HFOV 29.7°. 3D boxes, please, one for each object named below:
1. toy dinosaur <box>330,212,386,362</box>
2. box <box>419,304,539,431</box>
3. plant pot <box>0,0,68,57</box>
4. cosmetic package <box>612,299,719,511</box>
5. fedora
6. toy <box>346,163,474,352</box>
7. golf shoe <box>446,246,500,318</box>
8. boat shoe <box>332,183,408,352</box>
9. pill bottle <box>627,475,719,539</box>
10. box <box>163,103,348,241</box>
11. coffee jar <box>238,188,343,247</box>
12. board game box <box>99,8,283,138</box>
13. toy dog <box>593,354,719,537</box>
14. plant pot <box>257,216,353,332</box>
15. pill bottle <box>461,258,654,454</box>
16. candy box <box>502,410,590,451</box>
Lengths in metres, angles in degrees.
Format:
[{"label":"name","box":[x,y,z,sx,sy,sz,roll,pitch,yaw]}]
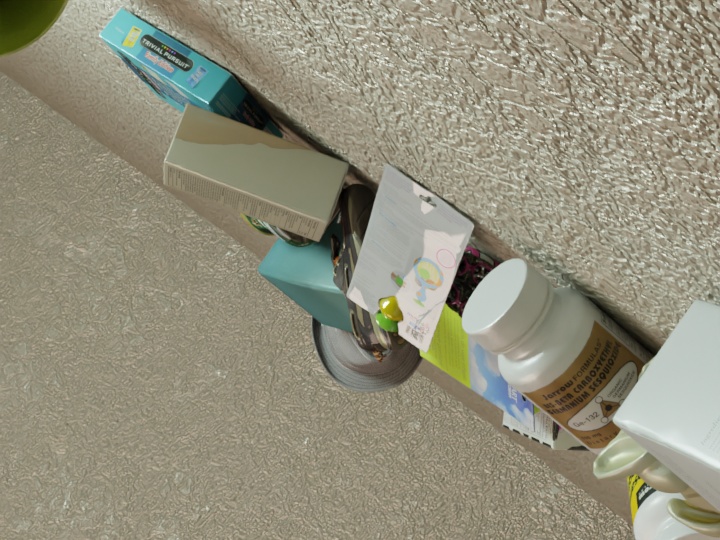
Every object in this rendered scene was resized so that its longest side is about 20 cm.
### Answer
[{"label":"toy dinosaur","box":[0.023,0.009,1.683,0.135,0.102,0.201,8,133,33]},{"label":"box","box":[0.143,0.086,1.557,0.200,0.048,0.123,32,139,43]},{"label":"plant pot","box":[-0.416,-0.349,1.418,0.187,0.187,0.200,42,-173,-44]},{"label":"cosmetic package","box":[0.326,0.138,0.971,0.199,0.123,0.200,39,172,-22]},{"label":"fedora","box":[0.017,0.075,1.985,0.176,0.201,0.090,0,171,-6]},{"label":"toy","box":[0.059,-0.016,1.450,0.115,0.047,0.201,35,134,18]},{"label":"golf shoe","box":[0.112,0.001,1.512,0.199,0.073,0.092,28,-157,30]},{"label":"boat shoe","box":[0.000,0.000,1.580,0.073,0.201,0.074,-19,168,35]},{"label":"pill bottle","box":[0.327,0.231,1.359,0.112,0.112,0.200,38,-155,-14]},{"label":"box","box":[-0.122,-0.111,1.567,0.199,0.078,0.095,21,164,-5]},{"label":"coffee jar","box":[-0.096,-0.092,1.756,0.085,0.104,0.200,41,174,-18]},{"label":"board game box","box":[-0.203,-0.223,1.636,0.200,0.047,0.151,34,173,30]},{"label":"toy dog","box":[0.344,0.169,1.196,0.200,0.140,0.194,38,147,-13]},{"label":"plant pot","box":[-0.012,0.000,1.830,0.141,0.142,0.200,40,171,-29]},{"label":"pill bottle","box":[0.199,0.082,1.327,0.200,0.115,0.114,39,174,-20]},{"label":"candy box","box":[0.264,0.175,1.634,0.135,0.061,0.200,3,-179,-11]}]
